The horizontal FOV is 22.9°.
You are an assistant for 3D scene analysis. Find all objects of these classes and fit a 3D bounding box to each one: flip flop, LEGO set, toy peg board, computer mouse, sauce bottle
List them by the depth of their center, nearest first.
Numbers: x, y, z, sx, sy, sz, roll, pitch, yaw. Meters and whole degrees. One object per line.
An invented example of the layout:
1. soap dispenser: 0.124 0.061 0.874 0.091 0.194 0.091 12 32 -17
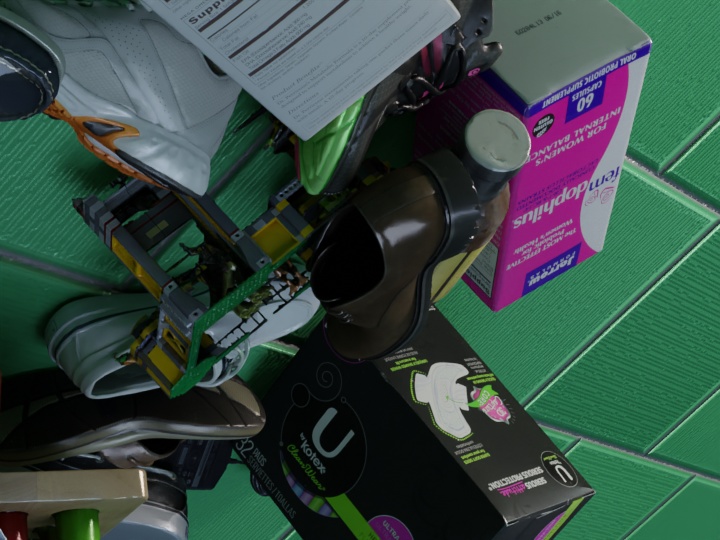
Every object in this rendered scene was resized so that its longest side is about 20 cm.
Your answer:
1. toy peg board: -0.245 0.191 1.058 0.199 0.098 0.200 1 159 -24
2. LEGO set: -0.087 -0.031 1.073 0.200 0.116 0.154 -41 168 -13
3. sauce bottle: 0.054 -0.036 1.085 0.065 0.065 0.200 -18 164 -23
4. flip flop: -0.161 0.102 1.179 0.200 0.081 0.058 -9 135 -26
5. computer mouse: -0.100 0.137 1.329 0.200 0.034 0.059 18 94 -56

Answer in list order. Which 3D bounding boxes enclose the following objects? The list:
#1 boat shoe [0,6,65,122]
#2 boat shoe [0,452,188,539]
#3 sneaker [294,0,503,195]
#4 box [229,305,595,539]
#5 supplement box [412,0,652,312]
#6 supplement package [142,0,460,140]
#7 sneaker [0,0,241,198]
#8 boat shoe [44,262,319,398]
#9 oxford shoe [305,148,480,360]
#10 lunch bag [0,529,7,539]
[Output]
1. boat shoe: -0.234 -0.099 0.816 0.200 0.062 0.075 15 129 -23
2. boat shoe: -0.207 0.140 1.198 0.199 0.068 0.074 15 139 -20
3. sneaker: 0.033 -0.122 0.998 0.084 0.077 0.200 35 87 -21
4. box: 0.035 0.141 1.273 0.124 0.200 0.149 -7 140 -52
5. supplement box: 0.102 -0.085 1.137 0.101 0.103 0.200 -30 150 -23
6. supplement package: -0.056 -0.173 0.883 0.110 0.114 0.200 -38 147 9
7. sneaker: -0.142 -0.120 0.936 0.200 0.076 0.092 35 78 -44
8. boat shoe: -0.106 0.048 1.169 0.200 0.067 0.074 -13 142 -29
9. oxford shoe: 0.000 0.000 1.046 0.084 0.073 0.200 -22 157 -23
10. lunch bag: -0.274 0.165 0.893 0.170 0.127 0.200 -27 128 5
